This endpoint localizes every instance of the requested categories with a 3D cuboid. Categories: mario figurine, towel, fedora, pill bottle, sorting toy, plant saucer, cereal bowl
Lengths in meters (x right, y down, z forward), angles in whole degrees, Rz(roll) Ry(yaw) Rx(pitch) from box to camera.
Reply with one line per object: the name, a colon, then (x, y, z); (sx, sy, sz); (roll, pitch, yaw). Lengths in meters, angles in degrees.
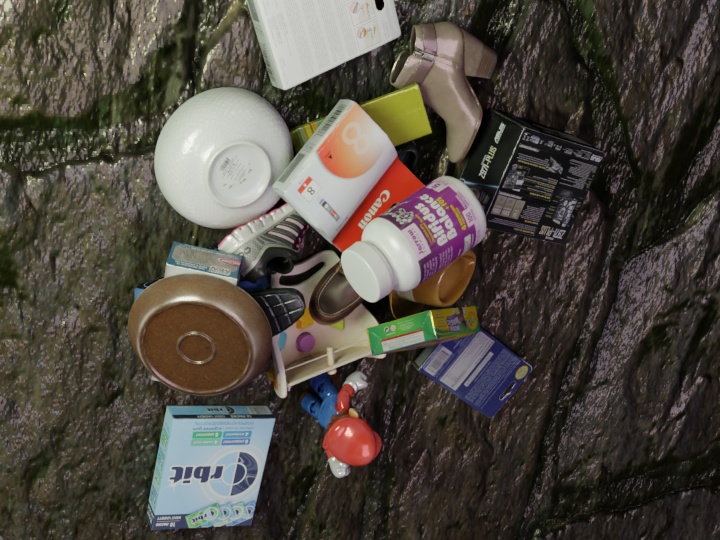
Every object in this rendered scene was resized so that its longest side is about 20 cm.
mario figurine: (-0.020, 0.238, 1.766); (0.105, 0.200, 0.125); (-19, 122, -15)
towel: (0.000, -0.202, 1.645); (0.198, 0.018, 0.087); (-20, 126, -1)
fedora: (0.119, -0.004, 1.735); (0.201, 0.081, 0.202); (-45, 147, -40)
pill bottle: (0.073, -0.041, 1.598); (0.199, 0.112, 0.113); (-34, 126, -26)
sorting toy: (-0.075, 0.069, 1.722); (0.199, 0.106, 0.182); (-18, 108, -36)
plant saucer: (-0.219, 0.097, 1.532); (0.198, 0.035, 0.202); (2, 122, 3)
cereal bowl: (-0.180, -0.145, 1.571); (0.198, 0.083, 0.202); (-11, 120, -21)

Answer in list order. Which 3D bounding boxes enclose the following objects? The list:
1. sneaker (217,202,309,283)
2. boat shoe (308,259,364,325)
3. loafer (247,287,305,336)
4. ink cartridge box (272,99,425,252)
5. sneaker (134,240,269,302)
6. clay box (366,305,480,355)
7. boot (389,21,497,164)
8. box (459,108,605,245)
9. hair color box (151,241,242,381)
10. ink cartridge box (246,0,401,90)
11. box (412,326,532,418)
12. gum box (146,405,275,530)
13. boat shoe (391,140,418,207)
sneaker: (-0.112, -0.041, 1.618); (0.199, 0.073, 0.088); (-31, 91, -45)
boat shoe: (0.000, 0.000, 1.698); (0.070, 0.070, 0.200); (43, 61, -1)
loafer: (-0.165, 0.062, 1.641); (0.198, 0.072, 0.073); (-16, 109, 20)
ink cartridge box: (-0.004, -0.113, 1.598); (0.200, 0.050, 0.163); (42, 81, -27)
sneaker: (-0.230, 0.002, 1.635); (0.198, 0.070, 0.079); (-10, 96, -15)
clay box: (0.106, 0.092, 1.761); (0.199, 0.114, 0.048); (0, 74, -61)
boot: (0.112, -0.264, 1.670); (0.145, 0.070, 0.202); (9, 109, -22)
box: (0.260, -0.142, 1.765); (0.199, 0.086, 0.165); (8, 110, -40)
hair color box: (-0.226, 0.067, 1.569); (0.099, 0.061, 0.202); (12, 123, -4)
ink cartridge box: (-0.052, -0.362, 1.555); (0.199, 0.050, 0.164); (-29, 123, -20)
box: (0.193, 0.161, 1.933); (0.199, 0.032, 0.121); (36, 96, -33)
gum box: (-0.237, 0.310, 1.791); (0.168, 0.045, 0.202); (3, 112, -27)
boat shoe: (0.025, -0.110, 1.697); (0.074, 0.066, 0.200); (33, 97, -33)
